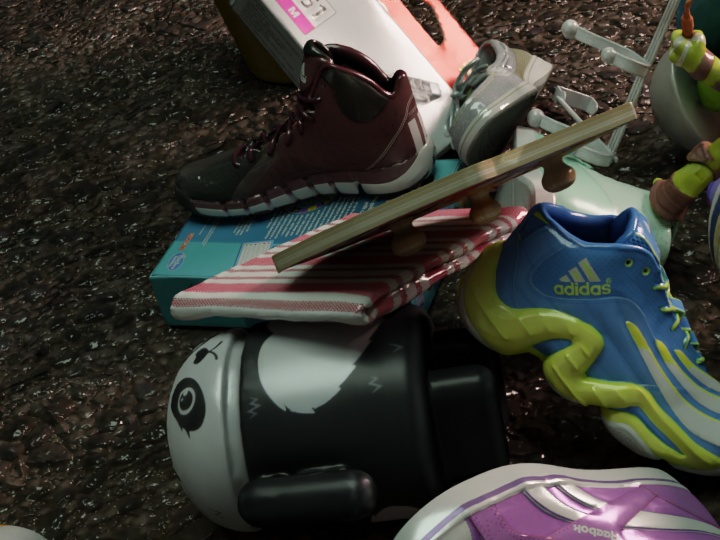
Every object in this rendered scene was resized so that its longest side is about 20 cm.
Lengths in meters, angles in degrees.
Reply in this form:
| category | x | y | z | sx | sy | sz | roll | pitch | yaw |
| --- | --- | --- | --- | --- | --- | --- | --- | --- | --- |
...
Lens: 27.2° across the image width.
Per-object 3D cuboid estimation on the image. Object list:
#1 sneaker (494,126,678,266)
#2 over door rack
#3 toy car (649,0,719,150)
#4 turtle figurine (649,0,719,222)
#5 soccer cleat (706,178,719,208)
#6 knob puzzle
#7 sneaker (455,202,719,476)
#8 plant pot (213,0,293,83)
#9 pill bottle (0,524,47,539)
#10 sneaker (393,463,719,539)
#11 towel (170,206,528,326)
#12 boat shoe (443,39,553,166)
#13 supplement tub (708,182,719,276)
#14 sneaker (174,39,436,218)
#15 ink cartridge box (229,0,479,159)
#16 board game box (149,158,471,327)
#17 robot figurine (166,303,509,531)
| category | x | y | z | sx | sy | sz | roll | pitch | yaw |
| --- | --- | --- | --- | --- | --- | --- | --- | --- | --- |
| sneaker | 0.158 | -0.042 | 1.046 | 0.117 | 0.075 | 0.201 | 12 | 19 | -6 |
| over door rack | 0.175 | -0.170 | 1.085 | 0.066 | 0.149 | 0.200 | 21 | 18 | -3 |
| toy car | 0.293 | -0.186 | 1.059 | 0.174 | 0.151 | 0.199 | -19 | 11 | 43 |
| turtle figurine | 0.264 | -0.083 | 0.929 | 0.198 | 0.162 | 0.065 | 18 | 37 | -16 |
| soccer cleat | 0.333 | -0.085 | 1.017 | 0.197 | 0.077 | 0.067 | -11 | 35 | 5 |
| knob puzzle | 0.046 | -0.032 | 0.842 | 0.217 | 0.031 | 0.220 | -22 | 0 | 0 |
| sneaker | 0.155 | 0.033 | 0.826 | 0.198 | 0.106 | 0.076 | 28 | 29 | -5 |
| plant pot | -0.064 | -0.282 | 1.340 | 0.198 | 0.191 | 0.202 | -9 | 34 | 7 |
| pill bottle | -0.226 | 0.193 | 0.809 | 0.197 | 0.114 | 0.113 | 1 | 37 | 22 |
| sneaker | 0.114 | 0.153 | 0.728 | 0.198 | 0.073 | 0.114 | -4 | 34 | -29 |
| towel | 0.000 | 0.000 | 0.908 | 0.145 | 0.030 | 0.199 | -1 | 16 | 38 |
| boat shoe | 0.097 | -0.132 | 1.131 | 0.064 | 0.075 | 0.202 | 33 | 28 | 4 |
| supplement tub | 0.285 | 0.016 | 0.835 | 0.142 | 0.146 | 0.201 | -11 | 35 | 5 |
| sneaker | -0.049 | -0.110 | 1.077 | 0.197 | 0.117 | 0.076 | -9 | 34 | 8 |
| ink cartridge box | 0.021 | -0.185 | 1.190 | 0.173 | 0.201 | 0.044 | -40 | 0 | -32 |
| board game box | -0.033 | -0.021 | 1.090 | 0.197 | 0.047 | 0.152 | 2 | 38 | 22 |
| robot figurine | -0.015 | 0.085 | 0.866 | 0.197 | 0.150 | 0.127 | -7 | 79 | 10 |
